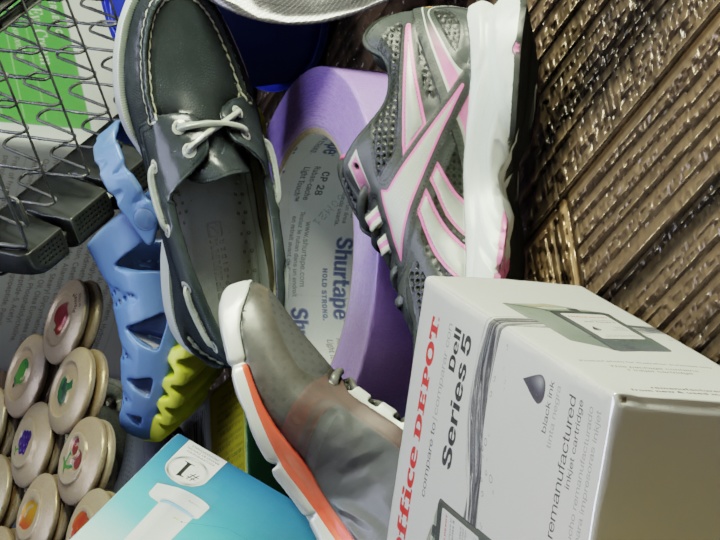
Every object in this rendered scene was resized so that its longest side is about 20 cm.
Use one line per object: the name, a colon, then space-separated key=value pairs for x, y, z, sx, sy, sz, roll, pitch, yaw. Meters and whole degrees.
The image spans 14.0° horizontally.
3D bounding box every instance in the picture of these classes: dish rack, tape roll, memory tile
dish rack: x=-0.168 y=-0.109 z=1.572 sx=0.054 sy=0.153 sz=0.201 roll=14 pitch=134 yaw=38
tape roll: x=0.000 y=0.000 z=1.477 sx=0.200 sy=0.065 sz=0.201 roll=-175 pitch=90 yaw=-69
memory tile: x=-0.180 y=0.116 z=1.629 sx=0.153 sy=0.017 sz=0.201 roll=-49 pitch=36 yaw=36

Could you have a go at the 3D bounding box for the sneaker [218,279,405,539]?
sneaker: x=0.005 y=0.085 z=1.368 sx=0.201 sy=0.082 sz=0.077 roll=61 pitch=-174 yaw=2

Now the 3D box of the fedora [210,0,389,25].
fedora: x=-0.023 y=-0.207 z=1.498 sx=0.090 sy=0.176 sz=0.201 roll=57 pitch=-172 yaw=-74

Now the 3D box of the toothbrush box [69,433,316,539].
toothbrush box: x=-0.086 y=0.189 z=1.425 sx=0.200 sy=0.146 sz=0.086 roll=-46 pitch=-19 yaw=-53

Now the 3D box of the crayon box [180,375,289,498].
crayon box: x=-0.060 y=0.165 z=1.616 sx=0.127 sy=0.051 sz=0.201 roll=142 pitch=130 yaw=-62

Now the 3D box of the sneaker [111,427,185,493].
sneaker: x=-0.136 y=0.175 z=1.620 sx=0.074 sy=0.087 sz=0.201 roll=145 pitch=127 yaw=-64

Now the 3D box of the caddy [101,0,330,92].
caddy: x=-0.072 y=-0.194 z=1.649 sx=0.141 sy=0.105 sz=0.201 roll=38 pitch=132 yaw=46

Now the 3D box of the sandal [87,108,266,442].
sandal: x=-0.107 y=-0.005 z=1.582 sx=0.079 sy=0.087 sz=0.201 roll=-41 pitch=-36 yaw=-68

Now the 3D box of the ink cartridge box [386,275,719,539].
ink cartridge box: x=0.087 y=0.096 z=1.208 sx=0.200 sy=0.084 sz=0.146 roll=-147 pitch=64 yaw=-66

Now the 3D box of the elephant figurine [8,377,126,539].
elephant figurine: x=-0.174 y=0.129 z=1.769 sx=0.141 sy=0.155 sz=0.201 roll=-24 pitch=72 yaw=27

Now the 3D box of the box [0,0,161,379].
box: x=-0.211 y=-0.069 z=1.885 sx=0.200 sy=0.170 sz=0.201 roll=-108 pitch=32 yaw=-45

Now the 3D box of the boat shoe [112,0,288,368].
boat shoe: x=-0.073 y=-0.050 z=1.469 sx=0.060 sy=0.075 sz=0.201 roll=18 pitch=123 yaw=66

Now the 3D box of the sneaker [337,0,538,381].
sneaker: x=0.031 y=-0.027 z=1.346 sx=0.080 sy=0.086 sz=0.201 roll=52 pitch=-138 yaw=-72
